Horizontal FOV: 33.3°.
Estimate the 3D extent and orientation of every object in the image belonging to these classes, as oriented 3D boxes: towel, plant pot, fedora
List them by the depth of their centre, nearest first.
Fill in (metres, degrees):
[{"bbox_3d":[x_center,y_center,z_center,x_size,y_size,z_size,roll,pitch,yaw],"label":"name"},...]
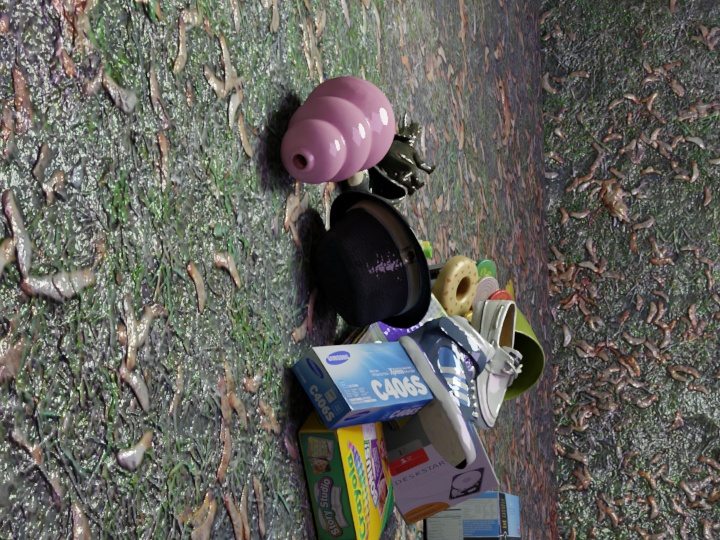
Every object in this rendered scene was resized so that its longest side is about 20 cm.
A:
[{"bbox_3d":[0.000,0.000,1.563,0.092,0.200,0.201,-30,120,-35],"label":"fedora"},{"bbox_3d":[0.062,0.111,1.668,0.200,0.023,0.144,-45,104,-33],"label":"towel"},{"bbox_3d":[0.237,0.116,2.282,0.200,0.187,0.187,-98,172,-51],"label":"plant pot"}]

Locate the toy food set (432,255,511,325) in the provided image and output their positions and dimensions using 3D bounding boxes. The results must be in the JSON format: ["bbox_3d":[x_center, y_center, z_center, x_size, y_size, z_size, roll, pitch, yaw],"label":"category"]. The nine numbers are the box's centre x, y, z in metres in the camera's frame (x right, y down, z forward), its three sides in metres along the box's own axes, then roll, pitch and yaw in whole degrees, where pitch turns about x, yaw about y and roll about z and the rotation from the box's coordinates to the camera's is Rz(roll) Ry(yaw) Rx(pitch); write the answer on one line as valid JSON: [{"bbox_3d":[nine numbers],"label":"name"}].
[{"bbox_3d":[0.162,0.079,1.821,0.198,0.049,0.200,11,88,-50],"label":"toy food set"}]

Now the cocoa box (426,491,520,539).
[{"bbox_3d":[0.198,0.452,2.083,0.200,0.133,0.131,37,50,-69],"label":"cocoa box"}]

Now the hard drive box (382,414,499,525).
[{"bbox_3d":[0.101,0.270,1.740,0.200,0.156,0.077,63,3,-51],"label":"hard drive box"}]

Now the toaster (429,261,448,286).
[{"bbox_3d":[0.123,0.102,1.948,0.181,0.119,0.200,-60,141,-62],"label":"toaster"}]

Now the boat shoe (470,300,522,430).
[{"bbox_3d":[0.198,0.133,1.737,0.071,0.070,0.200,48,42,-49],"label":"boat shoe"}]

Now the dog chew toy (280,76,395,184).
[{"bbox_3d":[-0.035,-0.167,1.495,0.200,0.124,0.125,-46,130,-58],"label":"dog chew toy"}]

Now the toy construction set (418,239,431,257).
[{"bbox_3d":[0.059,-0.005,1.783,0.200,0.092,0.131,31,59,-64],"label":"toy construction set"}]

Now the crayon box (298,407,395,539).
[{"bbox_3d":[-0.013,0.258,1.550,0.173,0.058,0.200,-54,137,-65],"label":"crayon box"}]

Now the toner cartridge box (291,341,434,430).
[{"bbox_3d":[0.006,0.142,1.511,0.200,0.043,0.095,1,50,-57],"label":"toner cartridge box"}]

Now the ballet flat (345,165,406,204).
[{"bbox_3d":[0.017,-0.137,1.761,0.200,0.057,0.067,22,65,-72],"label":"ballet flat"}]

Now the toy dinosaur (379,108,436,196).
[{"bbox_3d":[0.060,-0.170,1.878,0.102,0.077,0.200,45,27,-5],"label":"toy dinosaur"}]

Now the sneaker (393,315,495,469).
[{"bbox_3d":[0.143,0.154,1.634,0.200,0.146,0.081,61,-31,14],"label":"sneaker"}]
